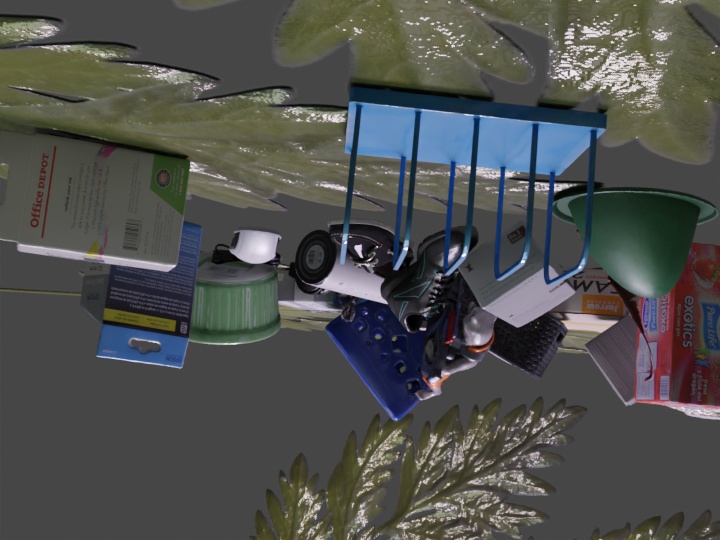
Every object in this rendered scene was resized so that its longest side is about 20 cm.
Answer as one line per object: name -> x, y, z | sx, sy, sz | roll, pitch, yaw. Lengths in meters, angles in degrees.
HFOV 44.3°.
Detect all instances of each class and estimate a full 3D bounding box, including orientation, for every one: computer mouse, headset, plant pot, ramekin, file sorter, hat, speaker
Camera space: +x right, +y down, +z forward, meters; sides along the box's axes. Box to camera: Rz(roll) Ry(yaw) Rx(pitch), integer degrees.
computer mouse -> -0.167, -0.029, 1.341 | 0.109, 0.044, 0.200 | 8, 171, -10
headset -> -0.046, 0.026, 1.450 | 0.123, 0.094, 0.200 | 10, -179, -24
plant pot -> 0.066, 0.125, 1.532 | 0.180, 0.200, 0.200 | -37, 176, -5
ramekin -> -0.225, 0.038, 1.431 | 0.199, 0.098, 0.200 | 5, -163, -2
file sorter -> 0.083, -0.062, 0.736 | 0.199, 0.123, 0.139 | 5, 172, -2
hat -> 0.293, 0.020, 0.936 | 0.199, 0.177, 0.166 | 10, 170, -26
speaker -> 0.000, 0.000, 1.301 | 0.081, 0.081, 0.200 | -2, 168, 41

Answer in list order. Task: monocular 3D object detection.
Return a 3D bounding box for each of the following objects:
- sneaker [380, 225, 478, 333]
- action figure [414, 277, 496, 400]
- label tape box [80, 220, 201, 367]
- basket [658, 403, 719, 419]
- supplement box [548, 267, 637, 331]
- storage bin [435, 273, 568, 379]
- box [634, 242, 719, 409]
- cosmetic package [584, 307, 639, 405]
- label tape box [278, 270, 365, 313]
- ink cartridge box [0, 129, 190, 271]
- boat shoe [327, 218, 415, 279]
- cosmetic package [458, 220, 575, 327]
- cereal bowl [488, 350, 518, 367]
sneaker -> 0.100, 0.011, 1.165 | 0.075, 0.079, 0.200 | -5, 154, -32
action figure -> 0.136, 0.081, 1.242 | 0.104, 0.201, 0.193 | 19, 158, -12
label tape box -> -0.299, 0.023, 1.198 | 0.066, 0.201, 0.143 | -1, 169, 41
basket -> 0.579, 0.130, 1.421 | 0.161, 0.201, 0.198 | 19, 165, -34
supplement box -> 0.367, 0.048, 1.400 | 0.126, 0.074, 0.200 | 3, 170, 21
storage bin -> 0.208, 0.077, 1.368 | 0.200, 0.094, 0.135 | 32, 180, 20
box -> 0.414, 0.072, 1.117 | 0.094, 0.201, 0.103 | 7, 170, -8
cosmetic package -> 0.434, 0.096, 1.268 | 0.200, 0.107, 0.090 | -34, 160, 10
label tape box -> -0.043, 0.041, 1.638 | 0.199, 0.066, 0.143 | 2, 171, 30
ink cartridge box -> -0.286, -0.071, 0.916 | 0.199, 0.118, 0.067 | 9, 173, -20
boat shoe -> 0.016, -0.026, 1.191 | 0.074, 0.061, 0.200 | 2, 170, 24
cosmetic package -> 0.206, 0.011, 1.150 | 0.102, 0.074, 0.200 | -35, 160, 14
cereal bowl -> 0.224, 0.079, 1.544 | 0.200, 0.083, 0.200 | 36, 175, 4
